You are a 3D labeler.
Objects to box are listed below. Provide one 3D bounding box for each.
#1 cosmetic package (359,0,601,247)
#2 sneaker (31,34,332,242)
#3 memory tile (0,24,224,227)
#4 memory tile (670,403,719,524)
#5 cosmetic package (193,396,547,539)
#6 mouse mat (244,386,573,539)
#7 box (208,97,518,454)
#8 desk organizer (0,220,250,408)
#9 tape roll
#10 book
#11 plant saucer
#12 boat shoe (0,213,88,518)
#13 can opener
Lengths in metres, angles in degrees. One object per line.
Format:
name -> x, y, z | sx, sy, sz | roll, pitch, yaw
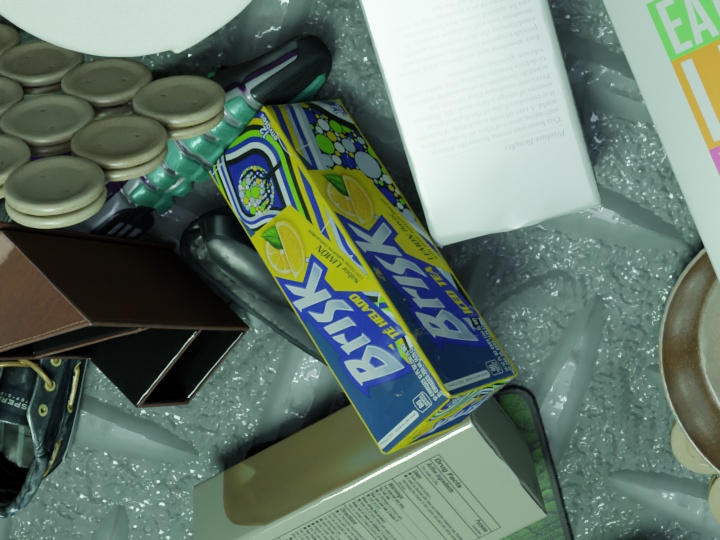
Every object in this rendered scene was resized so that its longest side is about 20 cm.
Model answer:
cosmetic package -> 0.063, -0.126, 0.888 | 0.101, 0.071, 0.201 | -14, 109, 10
sneaker -> -0.115, -0.093, 0.921 | 0.200, 0.074, 0.088 | -36, 76, 4
memory tile -> -0.189, -0.083, 0.850 | 0.199, 0.153, 0.017 | 18, 130, 27
memory tile -> 0.303, 0.141, 1.001 | 0.153, 0.017, 0.200 | -31, 106, 15
cosmetic package -> 0.004, 0.144, 0.978 | 0.200, 0.071, 0.105 | -28, 126, 13
mouse mat -> 0.036, 0.167, 1.040 | 0.199, 0.008, 0.161 | -14, 109, 11
box -> 0.000, 0.000, 0.888 | 0.064, 0.070, 0.200 | -46, 69, 36
desk organizer -> -0.147, 0.030, 0.883 | 0.077, 0.200, 0.072 | 43, 102, 17
tape roll -> -0.127, -0.211, 0.807 | 0.202, 0.037, 0.204 | 1, 110, 4
book -> 0.227, -0.102, 0.864 | 0.133, 0.048, 0.201 | -24, 86, 19
plant saucer -> 0.277, 0.054, 0.922 | 0.200, 0.034, 0.201 | 10, 114, 24
boat shoe -> -0.203, 0.052, 0.969 | 0.071, 0.091, 0.201 | 8, 111, 1
can opener -> -0.027, 0.028, 0.964 | 0.200, 0.079, 0.063 | 38, 118, -23
